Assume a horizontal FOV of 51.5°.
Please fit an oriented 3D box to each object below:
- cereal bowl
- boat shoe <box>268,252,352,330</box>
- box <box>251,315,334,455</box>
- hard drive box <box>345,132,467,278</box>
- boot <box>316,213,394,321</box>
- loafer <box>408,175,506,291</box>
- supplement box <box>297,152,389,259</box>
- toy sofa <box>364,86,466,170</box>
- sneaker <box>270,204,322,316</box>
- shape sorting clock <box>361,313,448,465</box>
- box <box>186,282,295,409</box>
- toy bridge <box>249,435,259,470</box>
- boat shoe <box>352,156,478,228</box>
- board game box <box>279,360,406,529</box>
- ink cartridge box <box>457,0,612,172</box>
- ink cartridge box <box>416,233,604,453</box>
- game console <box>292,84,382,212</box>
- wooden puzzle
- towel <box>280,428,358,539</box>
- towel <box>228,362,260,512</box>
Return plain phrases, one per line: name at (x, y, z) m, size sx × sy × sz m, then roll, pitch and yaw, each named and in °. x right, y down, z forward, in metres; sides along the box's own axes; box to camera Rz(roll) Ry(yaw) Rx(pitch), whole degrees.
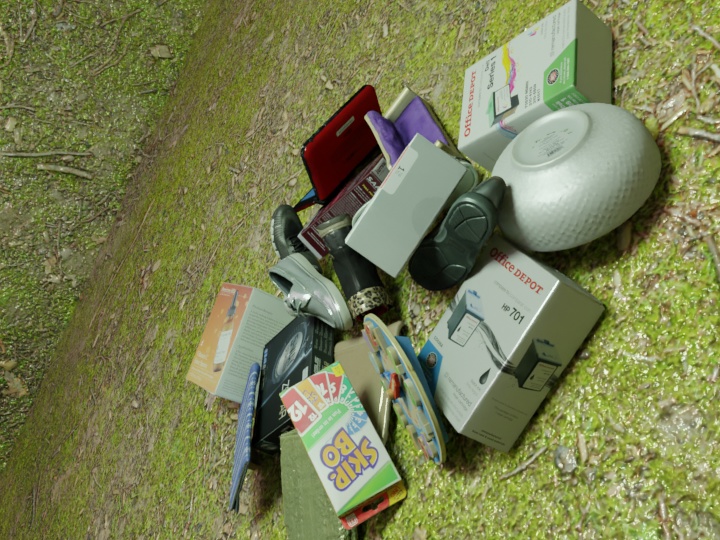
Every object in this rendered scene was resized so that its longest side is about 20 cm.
cereal bowl at (0.232, -0.122, 0.854) m, size 0.198 × 0.084 × 0.201 m, roll -27°, pitch 34°, yaw 19°
boat shoe at (-0.084, 0.043, 1.178) m, size 0.071 × 0.071 × 0.201 m, roll -27°, pitch 40°, yaw -19°
box at (-0.107, 0.173, 1.205) m, size 0.160 × 0.043 × 0.202 m, roll -41°, pitch 34°, yaw 36°
hard drive box at (0.052, -0.080, 0.963) m, size 0.157 × 0.076 × 0.200 m, roll -56°, pitch 3°, yaw 1°
boot at (0.000, 0.000, 1.162) m, size 0.072 × 0.200 × 0.152 m, roll -24°, pitch 79°, yaw 5°
loafer at (0.120, -0.040, 0.892) m, size 0.063 × 0.072 × 0.200 m, roll -49°, pitch -3°, yaw -31°
supplement box at (-0.010, -0.113, 1.261) m, size 0.199 × 0.061 × 0.109 m, roll -38°, pitch 12°, yaw 38°
toy sofa at (0.084, -0.214, 1.192) m, size 0.083 × 0.097 × 0.201 m, roll -48°, pitch 34°, yaw 23°
sneaker at (-0.104, -0.017, 1.303) m, size 0.090 × 0.066 × 0.203 m, roll 2°, pitch 103°, yaw 58°
shape sorting clock at (0.050, 0.146, 0.920) m, size 0.039 × 0.202 × 0.200 m, roll -21°, pitch 32°, yaw -11°
box at (-0.222, 0.138, 1.399) m, size 0.152 × 0.106 × 0.203 m, roll 4°, pitch 72°, yaw 57°
toy bridge at (-0.137, 0.250, 1.265) m, size 0.200 × 0.027 × 0.068 m, roll -50°, pitch 33°, yaw 22°
boat shoe at (0.077, -0.106, 1.102) m, size 0.198 × 0.076 × 0.060 m, roll -22°, pitch 27°, yaw -2°
board game box at (-0.024, 0.229, 0.991) m, size 0.095 × 0.030 × 0.201 m, roll -27°, pitch 67°, yaw -7°
ink cartridge box at (0.229, -0.238, 0.998) m, size 0.199 × 0.083 × 0.147 m, roll -23°, pitch 50°, yaw 49°
ink cartridge box at (0.164, 0.081, 0.870) m, size 0.202 × 0.085 × 0.147 m, roll -60°, pitch 29°, yaw 11°
game console at (-0.054, -0.212, 1.320) m, size 0.118 × 0.174 × 0.200 m, roll 18°, pitch 54°, yaw 35°
wooden puzzle at (-0.007, 0.185, 1.111) m, size 0.184 × 0.037 × 0.202 m, roll -24°, pitch 45°, yaw 48°
towel at (-0.059, 0.313, 1.047) m, size 0.148 × 0.036 × 0.203 m, roll -28°, pitch 63°, yaw 46°
towel at (-0.185, 0.269, 1.220) m, size 0.201 × 0.023 × 0.146 m, roll -94°, pitch 18°, yaw -50°
